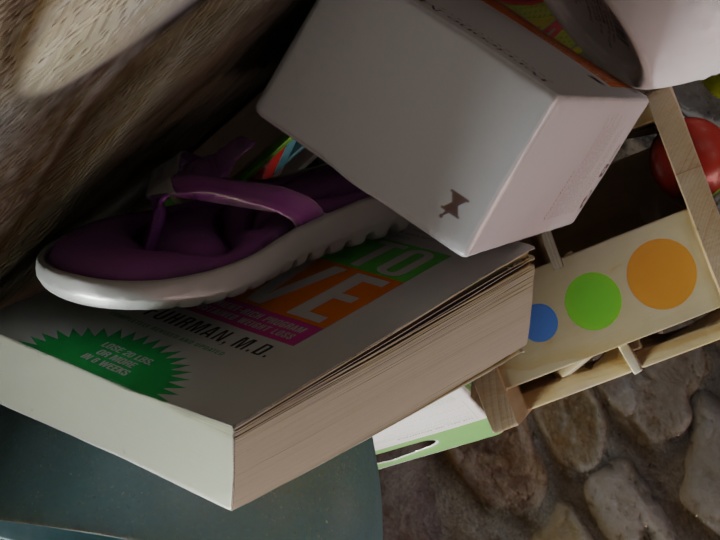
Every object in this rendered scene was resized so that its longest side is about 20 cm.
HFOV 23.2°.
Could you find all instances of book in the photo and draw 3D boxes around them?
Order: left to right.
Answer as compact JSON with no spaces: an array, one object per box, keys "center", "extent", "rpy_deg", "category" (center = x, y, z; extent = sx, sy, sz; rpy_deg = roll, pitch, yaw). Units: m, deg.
[{"center":[-0.038,0.023,0.692],"extent":[0.199,0.133,0.049],"rpy_deg":[-26,127,-50],"category":"book"}]

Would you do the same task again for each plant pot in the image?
[{"center":[-0.078,0.069,0.812],"extent":[0.200,0.198,0.136],"rpy_deg":[131,-29,-73],"category":"plant pot"}]

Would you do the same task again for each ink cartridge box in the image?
[{"center":[-0.007,0.074,0.999],"extent":[0.144,0.048,0.200],"rpy_deg":[-17,163,11],"category":"ink cartridge box"}]

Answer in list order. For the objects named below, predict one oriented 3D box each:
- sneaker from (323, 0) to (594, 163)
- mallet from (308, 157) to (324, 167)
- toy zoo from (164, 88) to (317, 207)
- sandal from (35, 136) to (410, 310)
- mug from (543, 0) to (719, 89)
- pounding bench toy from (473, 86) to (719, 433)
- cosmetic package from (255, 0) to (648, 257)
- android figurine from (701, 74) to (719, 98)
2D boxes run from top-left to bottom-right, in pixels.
[{"center":[0.059,-0.118,0.921],"extent":[0.199,0.091,0.078],"rpy_deg":[-32,-147,7],"category":"sneaker"},{"center":[0.041,-0.122,1.002],"extent":[0.200,0.041,0.066],"rpy_deg":[-48,-176,0],"category":"mallet"},{"center":[-0.047,-0.053,0.837],"extent":[0.131,0.020,0.200],"rpy_deg":[-43,178,-16],"category":"toy zoo"},{"center":[-0.050,-0.029,0.684],"extent":[0.082,0.050,0.202],"rpy_deg":[10,-162,34],"category":"sandal"},{"center":[0.162,-0.181,0.779],"extent":[0.175,0.148,0.200],"rpy_deg":[-40,159,-4],"category":"mug"},{"center":[0.129,-0.009,0.921],"extent":[0.155,0.125,0.200],"rpy_deg":[-21,177,10],"category":"pounding bench toy"},{"center":[0.046,-0.069,0.728],"extent":[0.072,0.101,0.200],"rpy_deg":[-58,168,15],"category":"cosmetic package"},{"center":[0.243,-0.160,0.902],"extent":[0.182,0.201,0.041],"rpy_deg":[-36,164,25],"category":"android figurine"}]
